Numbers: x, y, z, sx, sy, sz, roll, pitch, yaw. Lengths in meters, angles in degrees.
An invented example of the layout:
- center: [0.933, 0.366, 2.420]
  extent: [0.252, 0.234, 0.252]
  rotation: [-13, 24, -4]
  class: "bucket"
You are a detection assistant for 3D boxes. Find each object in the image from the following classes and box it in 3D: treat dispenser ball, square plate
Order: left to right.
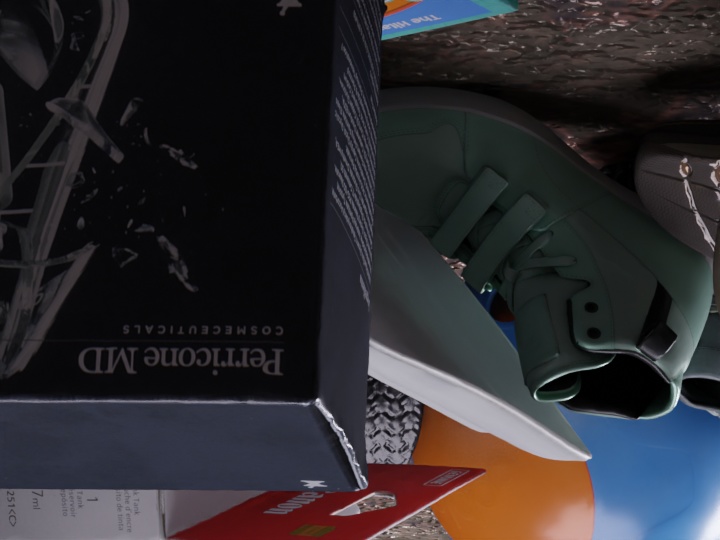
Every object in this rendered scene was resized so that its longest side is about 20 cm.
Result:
- center: [0.000, 0.000, 1.229]
  extent: [0.028, 0.198, 0.200]
  rotation: [-46, 142, 11]
  class: "square plate"
- center: [0.124, 0.080, 1.467]
  extent: [0.200, 0.202, 0.201]
  rotation: [1, 164, 0]
  class: "treat dispenser ball"

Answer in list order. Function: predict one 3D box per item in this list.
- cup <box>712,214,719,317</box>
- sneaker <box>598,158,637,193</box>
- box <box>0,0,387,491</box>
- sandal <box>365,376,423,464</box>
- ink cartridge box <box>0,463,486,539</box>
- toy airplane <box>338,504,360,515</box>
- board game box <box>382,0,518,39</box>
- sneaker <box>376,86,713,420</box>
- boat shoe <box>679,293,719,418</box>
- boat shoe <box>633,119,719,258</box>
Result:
- center: [0.239, -0.046, 1.092]
  extent: [0.199, 0.201, 0.144]
  rotation: [-1, 140, 9]
  class: "cup"
- center: [0.207, -0.034, 1.337]
  extent: [0.199, 0.071, 0.093]
  rotation: [-7, 179, 20]
  class: "sneaker"
- center: [-0.098, -0.033, 0.927]
  extent: [0.199, 0.197, 0.124]
  rotation: [-1, 163, 8]
  class: "box"
- center: [0.000, 0.032, 1.419]
  extent: [0.075, 0.201, 0.045]
  rotation: [6, -155, -3]
  class: "sandal"
- center: [-0.055, 0.094, 1.313]
  extent: [0.175, 0.045, 0.200]
  rotation: [-1, -173, 23]
  class: "ink cartridge box"
- center: [-0.073, 0.095, 1.633]
  extent: [0.200, 0.141, 0.199]
  rotation: [29, 171, 23]
  class: "toy airplane"
- center: [-0.055, -0.133, 1.014]
  extent: [0.152, 0.045, 0.200]
  rotation: [-10, 161, 34]
  class: "board game box"
- center: [0.070, -0.006, 1.246]
  extent: [0.200, 0.118, 0.074]
  rotation: [25, 131, -7]
  class: "sneaker"
- center: [0.220, 0.089, 1.354]
  extent: [0.073, 0.062, 0.200]
  rotation: [-24, 121, 40]
  class: "boat shoe"
- center: [0.224, -0.040, 1.245]
  extent: [0.199, 0.073, 0.075]
  rotation: [11, 138, 2]
  class: "boat shoe"
